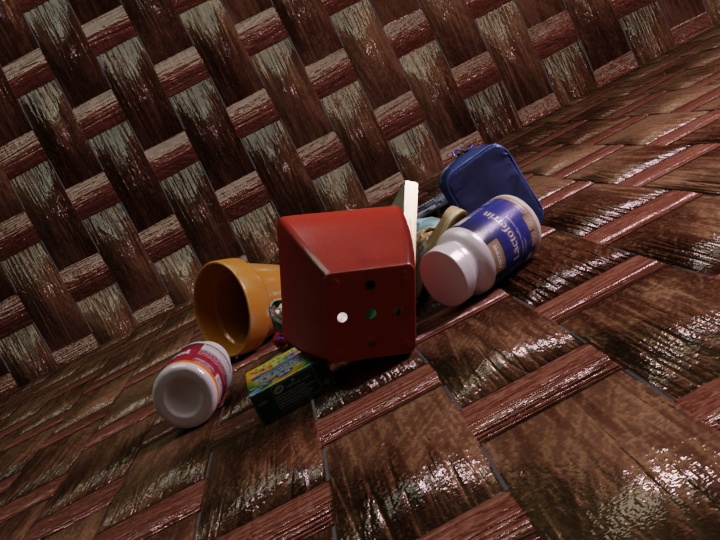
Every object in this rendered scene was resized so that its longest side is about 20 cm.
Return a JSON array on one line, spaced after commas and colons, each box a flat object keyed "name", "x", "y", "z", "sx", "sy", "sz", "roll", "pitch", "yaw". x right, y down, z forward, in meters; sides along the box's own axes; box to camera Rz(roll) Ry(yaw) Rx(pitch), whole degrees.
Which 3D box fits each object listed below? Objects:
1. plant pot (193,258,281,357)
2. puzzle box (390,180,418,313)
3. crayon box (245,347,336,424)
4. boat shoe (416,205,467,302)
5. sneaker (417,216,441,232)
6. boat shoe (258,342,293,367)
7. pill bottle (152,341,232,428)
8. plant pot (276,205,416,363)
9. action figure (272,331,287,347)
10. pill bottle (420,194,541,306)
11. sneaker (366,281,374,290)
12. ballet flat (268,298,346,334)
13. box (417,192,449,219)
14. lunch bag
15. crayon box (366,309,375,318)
[{"name": "plant pot", "x": -0.225, "y": 0.065, "z": 2.107, "sx": 0.182, "sy": 0.203, "sz": 0.199, "roll": -14, "pitch": -3, "yaw": -43}, {"name": "puzzle box", "x": 0.065, "y": -0.033, "z": 1.690, "sx": 0.025, "sy": 0.203, "sz": 0.133, "roll": 10, "pitch": -27, "yaw": -12}, {"name": "crayon box", "x": -0.114, "y": 0.167, "z": 1.553, "sx": 0.125, "sy": 0.052, "sz": 0.200, "roll": -28, "pitch": 8, "yaw": -6}, {"name": "boat shoe", "x": 0.116, "y": -0.035, "z": 1.668, "sx": 0.074, "sy": 0.066, "sz": 0.201, "roll": -24, "pitch": -32, "yaw": -44}, {"name": "sneaker", "x": 0.071, "y": -0.059, "z": 1.814, "sx": 0.081, "sy": 0.075, "sz": 0.199, "roll": 10, "pitch": -15, "yaw": -40}, {"name": "boat shoe", "x": -0.097, "y": 0.125, "z": 1.720, "sx": 0.198, "sy": 0.063, "sz": 0.075, "roll": -29, "pitch": 10, "yaw": -4}, {"name": "pill bottle", "x": -0.287, "y": 0.191, "z": 1.737, "sx": 0.112, "sy": 0.114, "sz": 0.200, "roll": -26, "pitch": 8, "yaw": 7}, {"name": "plant pot", "x": -0.006, "y": 0.032, "z": 1.460, "sx": 0.197, "sy": 0.203, "sz": 0.176, "roll": -6, "pitch": 19, "yaw": -14}, {"name": "action figure", "x": -0.118, "y": 0.106, "z": 1.877, "sx": 0.200, "sy": 0.051, "sz": 0.066, "roll": -36, "pitch": 22, "yaw": 52}, {"name": "pill bottle", "x": 0.190, "y": -0.031, "z": 1.578, "sx": 0.199, "sy": 0.117, "sz": 0.115, "roll": -34, "pitch": 11, "yaw": -37}, {"name": "sneaker", "x": 0.000, "y": 0.000, "z": 1.791, "sx": 0.113, "sy": 0.077, "sz": 0.200, "roll": -19, "pitch": 13, "yaw": 23}, {"name": "ballet flat", "x": -0.074, "y": 0.085, "z": 1.642, "sx": 0.198, "sy": 0.075, "sz": 0.074, "roll": 7, "pitch": 26, "yaw": 31}, {"name": "box", "x": 0.170, "y": -0.121, "z": 1.956, "sx": 0.198, "sy": 0.046, "sz": 0.159, "roll": -29, "pitch": 10, "yaw": -6}, {"name": "lunch bag", "x": 0.229, "y": -0.138, "z": 1.813, "sx": 0.135, "sy": 0.201, "sz": 0.132, "roll": -32, "pitch": 6, "yaw": -1}, {"name": "crayon box", "x": 0.040, "y": 0.038, "z": 1.851, "sx": 0.198, "sy": 0.051, "sz": 0.127, "roll": -30, "pitch": 9, "yaw": -14}]
